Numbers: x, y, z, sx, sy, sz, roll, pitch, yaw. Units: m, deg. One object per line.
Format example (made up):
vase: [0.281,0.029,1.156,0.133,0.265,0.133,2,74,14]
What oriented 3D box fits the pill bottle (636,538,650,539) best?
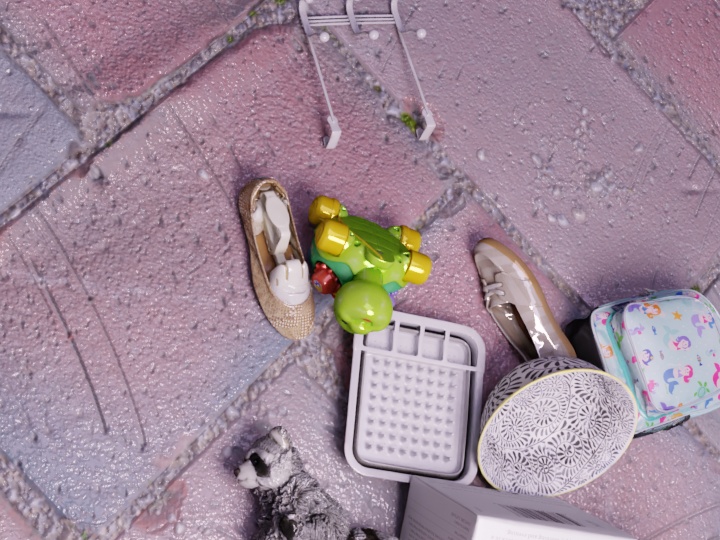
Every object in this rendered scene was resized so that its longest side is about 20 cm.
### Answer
pill bottle: [0.304,0.366,1.421,0.112,0.200,0.113,6,73,-21]

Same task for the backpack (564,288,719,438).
backpack: [0.379,0.112,1.565,0.199,0.151,0.178,-9,76,-28]

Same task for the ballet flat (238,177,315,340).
ballet flat: [-0.096,-0.018,1.454,0.070,0.065,0.201,-16,81,-25]

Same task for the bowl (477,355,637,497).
bowl: [0.222,0.170,1.488,0.200,0.201,0.094,6,32,-20]

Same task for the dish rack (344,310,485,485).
dish rack: [0.060,0.155,1.477,0.171,0.044,0.201,12,70,-19]

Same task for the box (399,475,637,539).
box: [0.165,0.322,1.366,0.198,0.200,0.131,13,89,-19]

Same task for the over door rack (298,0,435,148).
over door rack: [0.013,-0.262,1.571,0.147,0.067,0.201,-7,77,-22]

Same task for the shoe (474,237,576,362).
shoe: [0.198,0.050,1.547,0.053,0.070,0.200,-32,87,-29]

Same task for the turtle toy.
turtle toy: [0.000,0.000,1.442,0.145,0.200,0.101,20,111,-16]

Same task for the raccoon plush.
raccoon plush: [-0.051,0.254,1.395,0.200,0.097,0.134,20,56,-37]
